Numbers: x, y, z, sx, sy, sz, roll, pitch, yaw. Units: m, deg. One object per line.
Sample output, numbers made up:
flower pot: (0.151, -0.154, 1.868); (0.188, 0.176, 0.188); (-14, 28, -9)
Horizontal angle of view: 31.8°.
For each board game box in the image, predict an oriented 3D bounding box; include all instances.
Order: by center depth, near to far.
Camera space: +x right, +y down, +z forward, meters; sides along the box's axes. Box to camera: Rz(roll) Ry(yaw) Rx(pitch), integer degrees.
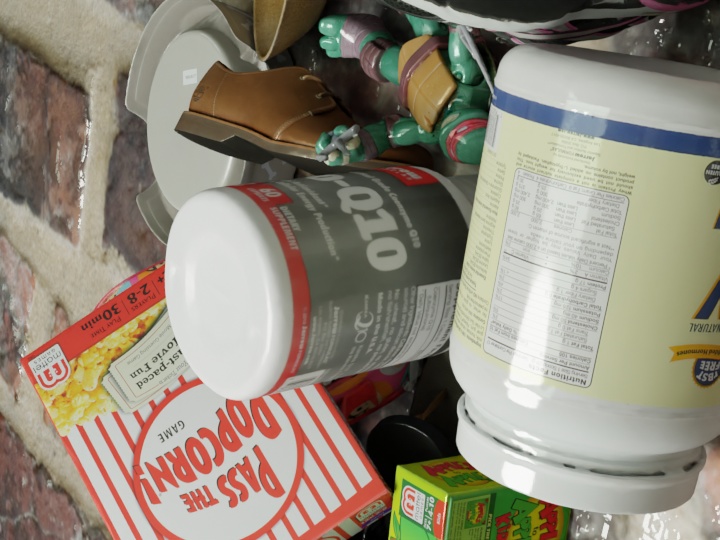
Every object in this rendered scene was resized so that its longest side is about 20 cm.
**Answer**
board game box: (0.063, 0.210, 0.739); (0.048, 0.101, 0.201); (20, 108, 50)
board game box: (-0.092, 0.096, 0.759); (0.200, 0.151, 0.046); (55, 178, 23)

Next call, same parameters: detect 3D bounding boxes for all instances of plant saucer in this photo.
plant saucer: (-0.040, -0.242, 0.861); (0.200, 0.035, 0.201); (-175, 90, -77)

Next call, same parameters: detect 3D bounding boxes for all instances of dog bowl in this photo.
dog bowl: (-0.117, -0.116, 0.997); (0.200, 0.058, 0.201); (4, 95, 52)

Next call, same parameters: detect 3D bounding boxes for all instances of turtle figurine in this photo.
turtle figurine: (0.034, -0.118, 0.762); (0.150, 0.100, 0.200); (-50, 40, 24)

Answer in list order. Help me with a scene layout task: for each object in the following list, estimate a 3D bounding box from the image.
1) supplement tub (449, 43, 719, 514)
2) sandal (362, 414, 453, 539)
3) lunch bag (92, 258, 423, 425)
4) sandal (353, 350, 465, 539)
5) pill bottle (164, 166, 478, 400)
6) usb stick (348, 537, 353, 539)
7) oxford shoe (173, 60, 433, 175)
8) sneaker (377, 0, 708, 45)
supplement tub: (0.122, 0.000, 0.612); (0.145, 0.144, 0.201); (26, 113, 49)
sandal: (0.028, 0.182, 0.779); (0.075, 0.045, 0.201); (8, 121, 27)
lunch bag: (-0.065, 0.057, 0.835); (0.177, 0.199, 0.082); (60, 177, 29)
sandal: (0.030, 0.130, 0.817); (0.082, 0.054, 0.200); (55, 133, 35)
pill bottle: (0.000, 0.000, 0.721); (0.114, 0.199, 0.115); (15, 110, 49)
usb stick: (-0.013, 0.202, 0.774); (0.200, 0.032, 0.056); (-107, 14, -73)
oxford shoe: (-0.033, -0.101, 0.849); (0.199, 0.071, 0.072); (19, 84, 25)
sneaker: (0.080, -0.140, 0.624); (0.086, 0.199, 0.081); (-29, 63, 60)
